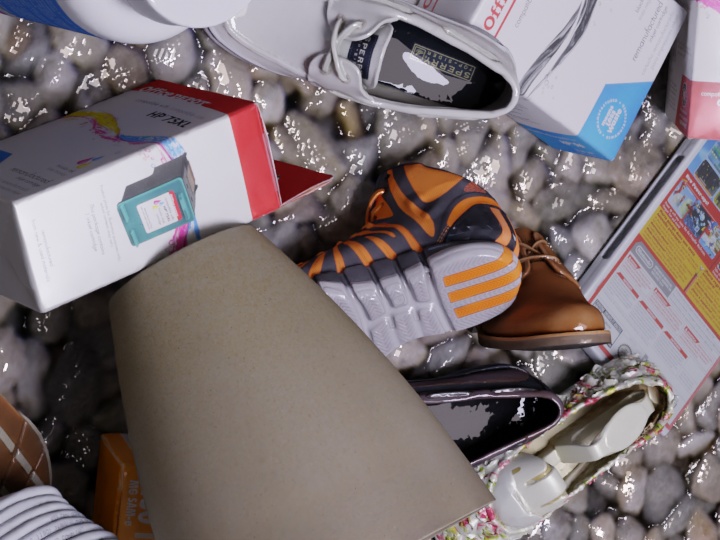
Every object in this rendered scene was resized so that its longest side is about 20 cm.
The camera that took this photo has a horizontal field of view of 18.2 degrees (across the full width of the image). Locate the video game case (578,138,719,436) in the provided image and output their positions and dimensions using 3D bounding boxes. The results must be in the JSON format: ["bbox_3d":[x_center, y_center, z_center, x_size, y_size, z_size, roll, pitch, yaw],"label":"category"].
[{"bbox_3d":[0.236,-0.001,1.607,0.200,0.017,0.143,-52,125,-13],"label":"video game case"}]

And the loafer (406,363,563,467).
[{"bbox_3d":[0.039,0.105,1.450,0.199,0.063,0.072,-17,102,-25],"label":"loafer"}]

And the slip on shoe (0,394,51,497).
[{"bbox_3d":[-0.234,0.091,1.265,0.076,0.060,0.201,-52,144,-23],"label":"slip on shoe"}]

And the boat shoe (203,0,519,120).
[{"bbox_3d":[0.001,-0.131,1.332,0.199,0.066,0.072,20,104,-13],"label":"boat shoe"}]

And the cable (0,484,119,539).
[{"bbox_3d":[-0.218,0.206,1.238,0.200,0.069,0.200,-36,161,-39],"label":"cable"}]

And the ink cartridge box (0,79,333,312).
[{"bbox_3d":[-0.128,-0.053,1.267,0.199,0.116,0.068,-25,115,-29],"label":"ink cartridge box"}]

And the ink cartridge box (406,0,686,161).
[{"bbox_3d":[0.106,-0.169,1.438,0.199,0.068,0.117,32,82,-37],"label":"ink cartridge box"}]

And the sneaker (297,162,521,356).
[{"bbox_3d":[0.000,0.000,1.403,0.198,0.112,0.078,-14,128,3],"label":"sneaker"}]

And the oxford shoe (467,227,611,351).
[{"bbox_3d":[0.105,0.012,1.412,0.071,0.200,0.072,-1,99,-14],"label":"oxford shoe"}]

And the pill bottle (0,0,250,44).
[{"bbox_3d":[-0.134,-0.178,1.177,0.112,0.199,0.113,-10,108,-33],"label":"pill bottle"}]

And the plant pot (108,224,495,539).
[{"bbox_3d":[-0.053,0.084,1.241,0.186,0.187,0.201,-25,82,-29],"label":"plant pot"}]

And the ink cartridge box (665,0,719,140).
[{"bbox_3d":[0.250,-0.193,1.499,0.067,0.117,0.202,3,103,0],"label":"ink cartridge box"}]

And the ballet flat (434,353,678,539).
[{"bbox_3d":[0.134,0.124,1.525,0.200,0.064,0.076,-39,109,-15],"label":"ballet flat"}]

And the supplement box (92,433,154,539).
[{"bbox_3d":[-0.062,0.172,1.364,0.198,0.073,0.127,3,100,-18],"label":"supplement box"}]
